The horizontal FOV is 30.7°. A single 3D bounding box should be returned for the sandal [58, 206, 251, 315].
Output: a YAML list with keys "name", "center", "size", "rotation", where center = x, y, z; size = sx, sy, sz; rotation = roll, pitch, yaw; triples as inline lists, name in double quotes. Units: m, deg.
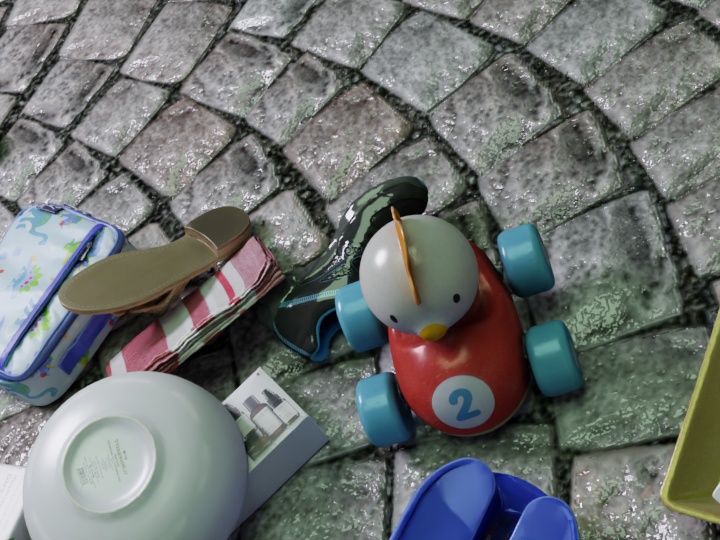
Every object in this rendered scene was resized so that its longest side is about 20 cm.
- name: "sandal"
  center: [-0.197, 0.013, 1.315]
  size: [0.212, 0.070, 0.078]
  rotation: [-30, 49, -27]

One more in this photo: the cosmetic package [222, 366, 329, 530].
- name: "cosmetic package"
  center: [-0.131, 0.184, 1.155]
  size: [0.200, 0.051, 0.083]
  rotation: [-44, 47, -8]

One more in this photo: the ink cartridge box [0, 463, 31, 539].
- name: "ink cartridge box"
  center: [-0.375, 0.253, 1.210]
  size: [0.200, 0.084, 0.146]
  rotation: [2, 57, 29]

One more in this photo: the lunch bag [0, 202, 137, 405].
- name: "lunch bag"
  center: [-0.325, 0.031, 1.356]
  size: [0.161, 0.082, 0.200]
  rotation: [21, 69, 35]

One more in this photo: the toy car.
- name: "toy car"
  center: [0.058, 0.030, 1.051]
  size: [0.184, 0.200, 0.177]
  rotation: [-18, 64, 13]

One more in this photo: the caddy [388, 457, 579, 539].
- name: "caddy"
  center: [0.081, 0.237, 0.969]
  size: [0.141, 0.105, 0.200]
  rotation: [25, 68, 15]

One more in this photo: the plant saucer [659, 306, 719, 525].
- name: "plant saucer"
  center: [0.342, 0.108, 0.944]
  size: [0.200, 0.048, 0.200]
  rotation: [12, 74, 34]

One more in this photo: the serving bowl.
- name: "serving bowl"
  center: [-0.200, 0.172, 1.107]
  size: [0.200, 0.066, 0.200]
  rotation: [-6, 64, 13]

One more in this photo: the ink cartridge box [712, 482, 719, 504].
- name: "ink cartridge box"
  center: [0.361, 0.125, 0.873]
  size: [0.200, 0.047, 0.160]
  rotation: [-53, 53, 5]

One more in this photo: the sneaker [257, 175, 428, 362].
- name: "sneaker"
  center: [0.000, 0.000, 1.219]
  size: [0.200, 0.073, 0.082]
  rotation: [-47, 56, 1]

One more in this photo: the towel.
- name: "towel"
  center: [-0.163, 0.046, 1.252]
  size: [0.200, 0.023, 0.144]
  rotation: [-40, 17, -2]
